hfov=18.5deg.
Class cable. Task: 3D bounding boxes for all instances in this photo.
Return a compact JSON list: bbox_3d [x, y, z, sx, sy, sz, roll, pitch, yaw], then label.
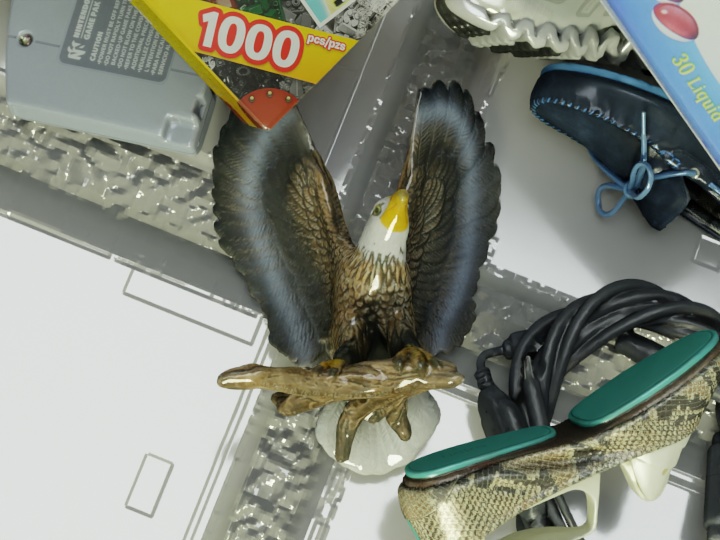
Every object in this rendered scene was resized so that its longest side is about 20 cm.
[{"bbox_3d":[0.160,0.109,1.247,0.162,0.051,0.201,-19,76,-13],"label":"cable"}]

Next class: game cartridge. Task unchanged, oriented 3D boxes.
[{"bbox_3d":[-0.131,-0.172,1.286,0.132,0.041,0.202,14,74,7],"label":"game cartridge"}]

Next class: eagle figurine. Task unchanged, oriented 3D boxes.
[{"bbox_3d":[0.004,-0.005,1.228,0.151,0.151,0.201,34,33,-33],"label":"eagle figurine"}]

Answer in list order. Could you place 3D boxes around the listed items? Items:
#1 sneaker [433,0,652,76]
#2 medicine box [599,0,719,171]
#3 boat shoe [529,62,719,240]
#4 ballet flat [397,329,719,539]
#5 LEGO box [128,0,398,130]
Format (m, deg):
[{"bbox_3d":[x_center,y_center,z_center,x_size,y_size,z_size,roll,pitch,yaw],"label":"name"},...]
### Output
[{"bbox_3d":[0.133,-0.157,1.266,0.198,0.075,0.082,4,95,-25],"label":"sneaker"},{"bbox_3d":[0.224,-0.181,1.167,0.199,0.103,0.183,-35,95,12],"label":"medicine box"},{"bbox_3d":[0.185,-0.054,1.266,0.199,0.084,0.069,25,79,5],"label":"boat shoe"},{"bbox_3d":[0.118,0.104,1.191,0.199,0.068,0.076,-24,100,-7],"label":"ballet flat"},{"bbox_3d":[-0.071,-0.199,1.180,0.149,0.077,0.200,-45,104,-3],"label":"LEGO box"}]
